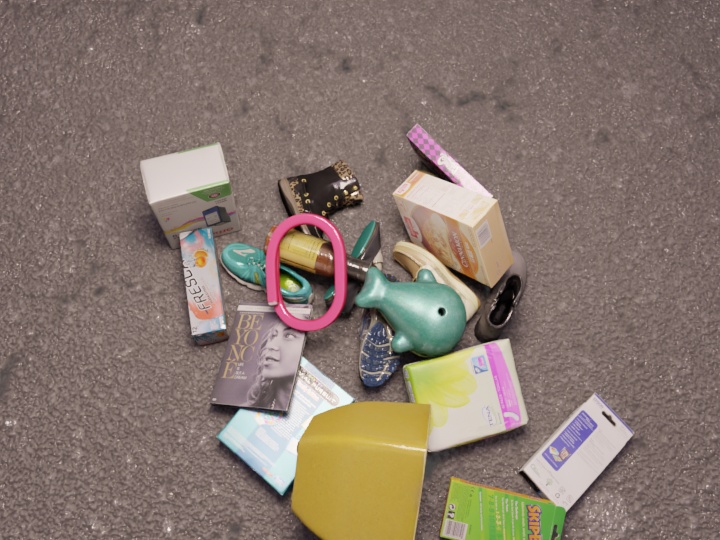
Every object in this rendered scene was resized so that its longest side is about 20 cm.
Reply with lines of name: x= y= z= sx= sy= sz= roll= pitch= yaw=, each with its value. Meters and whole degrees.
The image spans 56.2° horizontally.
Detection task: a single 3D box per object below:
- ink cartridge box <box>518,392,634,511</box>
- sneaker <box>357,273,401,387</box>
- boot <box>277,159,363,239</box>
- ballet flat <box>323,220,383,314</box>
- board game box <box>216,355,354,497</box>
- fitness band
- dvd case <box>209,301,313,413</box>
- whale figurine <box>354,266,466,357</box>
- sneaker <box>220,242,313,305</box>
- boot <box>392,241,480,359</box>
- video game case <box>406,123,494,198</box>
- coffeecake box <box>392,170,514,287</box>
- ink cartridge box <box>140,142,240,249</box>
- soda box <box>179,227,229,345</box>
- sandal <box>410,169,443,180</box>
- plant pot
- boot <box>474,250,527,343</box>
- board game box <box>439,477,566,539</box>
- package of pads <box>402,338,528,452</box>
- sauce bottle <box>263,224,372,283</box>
ink cartridge box: x=0.380 y=0.320 z=1.184 sx=0.199 sy=0.039 sz=0.100 roll=-39 pitch=75 yaw=-16
sneaker: x=0.031 y=0.113 z=1.226 sx=0.076 sy=0.085 sz=0.204 roll=16 pitch=73 yaw=-16
boot: x=-0.062 y=-0.118 z=1.318 sx=0.148 sy=0.074 sz=0.202 roll=-24 pitch=66 yaw=-12
ballet flat: x=0.000 y=0.000 z=1.280 sx=0.072 sy=0.073 sz=0.202 roll=26 pitch=63 yaw=7
board game box: x=-0.127 y=0.260 z=1.171 sx=0.150 sy=0.047 sz=0.201 roll=36 pitch=70 yaw=12
fitness band: x=-0.093 y=0.004 z=1.172 sx=0.140 sy=0.037 sz=0.205 roll=-1 pitch=92 yaw=9
dvd case: x=-0.173 y=0.148 z=1.192 sx=0.145 sy=0.016 sz=0.203 roll=1 pitch=57 yaw=16
whale figurine: x=0.092 y=0.064 z=1.157 sx=0.197 sy=0.104 sz=0.161 roll=28 pitch=72 yaw=-6
sneaker: x=-0.171 y=0.000 z=1.256 sx=0.197 sy=0.080 sz=0.078 roll=27 pitch=69 yaw=8
boot: x=0.106 y=0.055 z=1.257 sx=0.199 sy=0.072 sz=0.155 roll=40 pitch=73 yaw=9
video game case: x=0.181 y=-0.181 z=1.300 sx=0.036 sy=0.181 sz=0.200 roll=-45 pitch=75 yaw=7
coffeecake box: x=0.168 y=-0.078 z=1.225 sx=0.073 sy=0.155 sz=0.199 roll=-44 pitch=44 yaw=-18
ink cartridge box: x=-0.306 y=-0.132 z=1.237 sx=0.142 sy=0.201 sz=0.089 roll=-16 pitch=72 yaw=-11
soda box: x=-0.287 y=0.029 z=1.241 sx=0.062 sy=0.069 sz=0.204 roll=-10 pitch=70 yaw=-8
sandal: x=0.167 y=-0.124 z=1.333 sx=0.057 sy=0.080 sz=0.201 roll=-41 pitch=76 yaw=-4
plant pot: x=0.000 y=0.315 z=1.053 sx=0.195 sy=0.194 sz=0.200 roll=9 pitch=98 yaw=6
boot: x=0.275 y=0.034 z=1.242 sx=0.068 sy=0.132 sz=0.203 roll=19 pitch=68 yaw=5
board game box: x=0.237 y=0.417 z=1.125 sx=0.195 sy=0.030 sz=0.098 roll=13 pitch=90 yaw=4
package of pads: x=0.183 y=0.220 z=1.179 sx=0.196 sy=0.068 sz=0.158 roll=-13 pitch=85 yaw=-7
sauce bottle: x=-0.076 y=-0.025 z=1.220 sx=0.196 sy=0.066 sz=0.067 roll=20 pitch=68 yaw=7
